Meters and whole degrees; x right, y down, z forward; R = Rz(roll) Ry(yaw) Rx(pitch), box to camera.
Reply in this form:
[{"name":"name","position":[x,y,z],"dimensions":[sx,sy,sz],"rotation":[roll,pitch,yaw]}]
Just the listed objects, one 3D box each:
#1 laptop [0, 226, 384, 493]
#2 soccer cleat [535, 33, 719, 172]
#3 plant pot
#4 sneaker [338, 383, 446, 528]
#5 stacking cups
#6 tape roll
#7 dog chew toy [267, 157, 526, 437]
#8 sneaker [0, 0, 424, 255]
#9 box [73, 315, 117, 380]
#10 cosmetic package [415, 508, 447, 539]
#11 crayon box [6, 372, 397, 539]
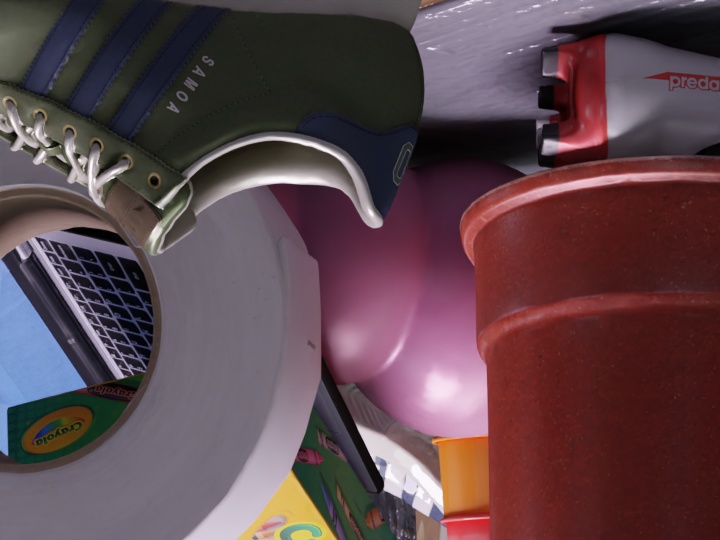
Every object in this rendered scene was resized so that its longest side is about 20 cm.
[{"name":"laptop","position":[-0.118,0.074,0.998],"dimensions":[0.199,0.117,0.188],"rotation":[13,153,23]},{"name":"soccer cleat","position":[0.111,-0.044,0.918],"dimensions":[0.084,0.069,0.200],"rotation":[2,167,4]},{"name":"plant pot","position":[0.129,0.083,0.877],"dimensions":[0.199,0.197,0.201],"rotation":[5,162,2]},{"name":"sneaker","position":[0.021,0.088,1.214],"dimensions":[0.200,0.075,0.084],"rotation":[40,151,-26]},{"name":"stacking cups","position":[0.057,0.062,1.142],"dimensions":[0.060,0.202,0.061],"rotation":[-2,174,0]},{"name":"tape roll","position":[-0.116,0.026,0.880],"dimensions":[0.201,0.204,0.071],"rotation":[-3,170,10]},{"name":"dog chew toy","position":[0.000,0.000,1.021],"dimensions":[0.199,0.126,0.124],"rotation":[15,166,-21]},{"name":"sneaker","position":[-0.077,-0.050,0.751],"dimensions":[0.198,0.091,0.067],"rotation":[-1,172,-1]},{"name":"box","position":[-0.150,0.010,1.114],"dimensions":[0.199,0.096,0.102],"rotation":[6,169,-41]},{"name":"cosmetic package","position":[0.085,0.092,1.352],"dimensions":[0.104,0.202,0.071],"rotation":[1,172,-14]},{"name":"crayon box","position":[-0.060,0.115,1.008],"dimensions":[0.118,0.059,0.200],"rotation":[-14,145,10]}]
